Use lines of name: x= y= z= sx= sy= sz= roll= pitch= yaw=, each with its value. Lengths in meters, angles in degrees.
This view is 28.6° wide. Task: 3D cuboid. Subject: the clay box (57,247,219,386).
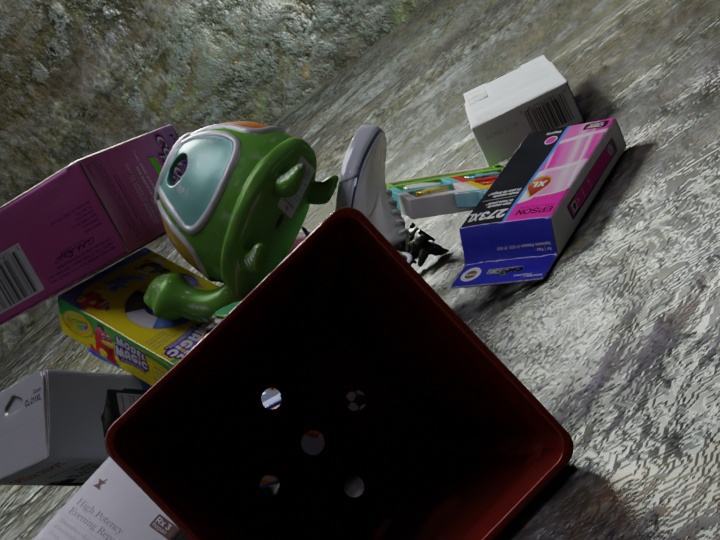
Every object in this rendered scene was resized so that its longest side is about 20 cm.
clay box: x=-0.172 y=0.054 z=1.305 sx=0.199 sy=0.048 sz=0.115 roll=24 pitch=41 yaw=33

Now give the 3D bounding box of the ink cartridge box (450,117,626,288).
ink cartridge box: x=0.151 y=-0.059 z=1.212 sx=0.094 sy=0.037 sz=0.200 roll=-7 pitch=35 yaw=39

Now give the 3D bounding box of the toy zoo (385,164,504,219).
toy zoo: x=0.098 y=-0.076 z=1.362 sx=0.130 sy=0.021 sz=0.200 roll=-10 pitch=10 yaw=-8

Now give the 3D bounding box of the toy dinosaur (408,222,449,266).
toy dinosaur: x=0.000 y=0.000 z=1.411 sx=0.136 sy=0.102 sz=0.200 roll=-57 pitch=33 yaw=7

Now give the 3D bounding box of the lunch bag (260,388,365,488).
lunch bag: x=-0.036 y=0.086 z=1.128 sx=0.199 sy=0.076 sz=0.160 roll=-23 pitch=22 yaw=1

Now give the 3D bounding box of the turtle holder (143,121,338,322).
turtle holder: x=-0.117 y=-0.047 z=1.277 sx=0.141 sy=0.131 sz=0.187 roll=-34 pitch=-35 yaw=-60

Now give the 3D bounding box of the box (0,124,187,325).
box: x=-0.268 y=-0.046 z=1.369 sx=0.175 sy=0.097 sz=0.200 roll=-27 pitch=6 yaw=23

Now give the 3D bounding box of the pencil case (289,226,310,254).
pencil case: x=-0.104 y=0.047 z=1.532 sx=0.200 sy=0.091 sz=0.093 roll=-40 pitch=-23 yaw=23

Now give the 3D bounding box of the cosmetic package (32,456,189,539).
cosmetic package: x=-0.178 y=0.205 z=1.177 sx=0.200 sy=0.101 sz=0.074 roll=-50 pitch=-25 yaw=-27

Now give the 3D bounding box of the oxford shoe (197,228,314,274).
oxford shoe: x=-0.090 y=-0.024 z=1.566 sx=0.058 sy=0.198 sz=0.076 roll=-101 pitch=17 yaw=-53

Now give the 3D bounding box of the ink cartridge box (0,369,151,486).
ink cartridge box: x=-0.235 y=0.154 z=1.333 sx=0.145 sy=0.199 sz=0.083 roll=-26 pitch=64 yaw=51

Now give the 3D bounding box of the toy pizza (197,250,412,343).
toy pizza: x=-0.051 y=0.021 z=1.175 sx=0.199 sy=0.032 sz=0.200 roll=-23 pitch=10 yaw=4

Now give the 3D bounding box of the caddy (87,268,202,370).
caddy: x=-0.190 y=0.050 z=1.454 sx=0.199 sy=0.106 sz=0.141 roll=20 pitch=12 yaw=34

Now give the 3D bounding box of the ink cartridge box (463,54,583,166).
ink cartridge box: x=0.171 y=-0.176 z=1.519 sx=0.108 sy=0.051 sz=0.200 roll=-25 pitch=14 yaw=8

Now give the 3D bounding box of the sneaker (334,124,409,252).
sneaker: x=0.013 y=-0.039 z=1.312 sx=0.073 sy=0.070 sz=0.202 roll=63 pitch=-146 yaw=-70

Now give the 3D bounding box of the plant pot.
plant pot: x=-0.021 y=0.108 z=0.888 sx=0.200 sy=0.200 sz=0.176 roll=-44 pitch=1 yaw=-10
